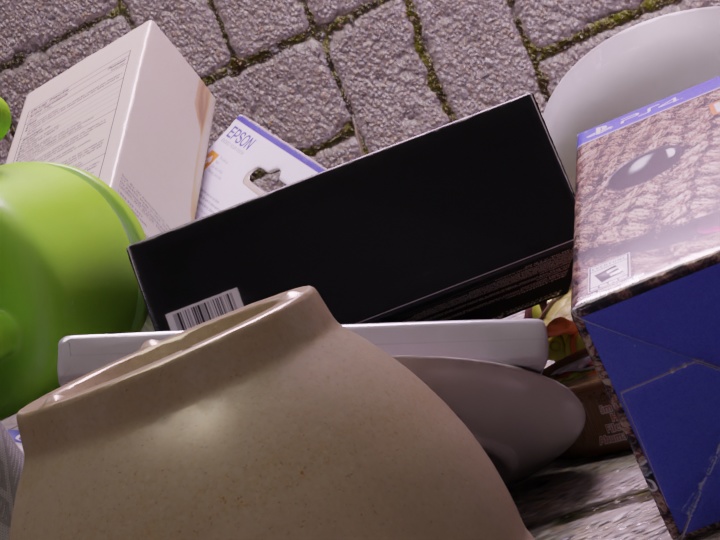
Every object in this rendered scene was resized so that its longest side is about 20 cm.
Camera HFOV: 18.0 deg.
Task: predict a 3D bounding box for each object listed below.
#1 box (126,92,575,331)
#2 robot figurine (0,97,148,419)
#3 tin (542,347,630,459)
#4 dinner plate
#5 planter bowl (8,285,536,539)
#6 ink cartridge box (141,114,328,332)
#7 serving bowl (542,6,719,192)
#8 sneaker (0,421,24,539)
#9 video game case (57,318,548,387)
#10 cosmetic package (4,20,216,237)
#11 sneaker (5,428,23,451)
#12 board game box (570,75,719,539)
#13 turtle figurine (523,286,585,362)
[{"bbox_3d":[0.000,0.000,1.084,0.199,0.079,0.141,-21,-13,-3],"label":"box"},{"bbox_3d":[-0.174,0.009,1.099,0.115,0.176,0.200,-28,-1,20],"label":"robot figurine"},{"bbox_3d":[0.156,0.042,1.015,0.112,0.042,0.199,-21,2,-40],"label":"tin"},{"bbox_3d":[-0.002,0.080,0.978,0.199,0.024,0.200,-2,-22,-1],"label":"dinner plate"},{"bbox_3d":[-0.046,0.088,0.827,0.199,0.135,0.200,-23,4,2],"label":"planter bowl"},{"bbox_3d":[-0.097,0.011,1.277,0.200,0.041,0.200,-42,27,-6],"label":"ink cartridge box"},{"bbox_3d":[0.196,-0.049,1.233,0.199,0.200,0.066,-21,43,27],"label":"serving bowl"},{"bbox_3d":[-0.166,0.100,0.978,0.079,0.201,0.074,-14,-16,-45],"label":"sneaker"},{"bbox_3d":[-0.028,0.061,0.996,0.199,0.024,0.182,-2,-19,-4],"label":"video game case"},{"bbox_3d":[-0.150,-0.048,1.308,0.105,0.071,0.201,-28,29,22],"label":"cosmetic package"},{"bbox_3d":[-0.132,0.134,1.125,0.114,0.081,0.199,-16,18,-8],"label":"sneaker"},{"bbox_3d":[0.170,-0.009,0.855,0.159,0.097,0.200,-22,17,13],"label":"board game box"},{"bbox_3d":[0.113,0.034,1.183,0.199,0.065,0.161,-23,4,6],"label":"turtle figurine"}]
